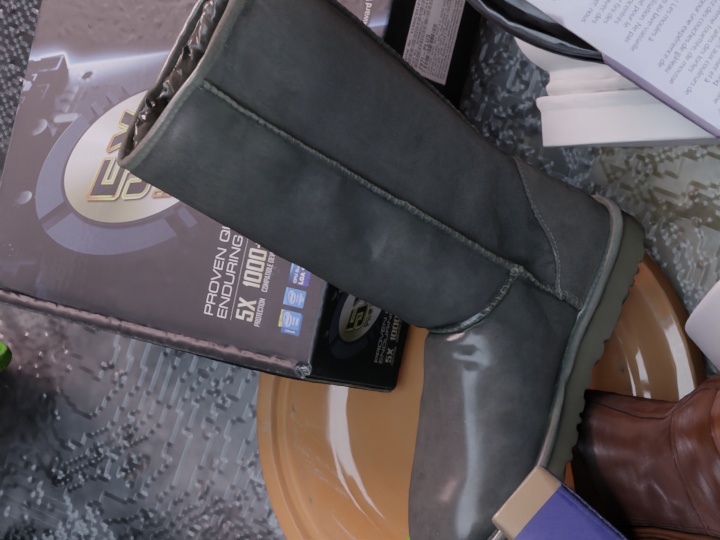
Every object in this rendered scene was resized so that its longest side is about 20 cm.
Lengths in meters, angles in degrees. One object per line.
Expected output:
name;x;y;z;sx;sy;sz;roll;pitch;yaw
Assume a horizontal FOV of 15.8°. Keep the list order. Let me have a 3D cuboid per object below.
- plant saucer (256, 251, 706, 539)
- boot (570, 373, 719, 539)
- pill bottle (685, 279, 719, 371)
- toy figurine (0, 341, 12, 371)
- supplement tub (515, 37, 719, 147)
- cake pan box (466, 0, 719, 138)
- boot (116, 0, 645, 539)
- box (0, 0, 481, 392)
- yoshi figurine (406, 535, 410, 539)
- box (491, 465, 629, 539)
plant saucer;0.046;0.062;1.084;0.199;0.032;0.201;-1;87;24
boot;0.153;0.117;0.954;0.064;0.200;0.187;-30;91;-19
pill bottle;0.221;0.065;0.980;0.120;0.120;0.200;-46;77;17
toy figurine;-0.227;0.139;1.164;0.199;0.150;0.185;-3;101;42
supplement tub;0.126;-0.149;0.994;0.144;0.144;0.201;-2;92;21
cake pan box;0.103;-0.169;0.898;0.184;0.052;0.200;33;96;7
boot;-0.002;0.001;0.967;0.072;0.200;0.183;-7;57;54
box;-0.051;-0.065;1.075;0.163;0.086;0.201;14;90;27
yoshi figurine;0.029;0.195;1.006;0.112;0.112;0.201;5;78;30
box;0.137;0.157;0.929;0.200;0.121;0.032;39;84;25
